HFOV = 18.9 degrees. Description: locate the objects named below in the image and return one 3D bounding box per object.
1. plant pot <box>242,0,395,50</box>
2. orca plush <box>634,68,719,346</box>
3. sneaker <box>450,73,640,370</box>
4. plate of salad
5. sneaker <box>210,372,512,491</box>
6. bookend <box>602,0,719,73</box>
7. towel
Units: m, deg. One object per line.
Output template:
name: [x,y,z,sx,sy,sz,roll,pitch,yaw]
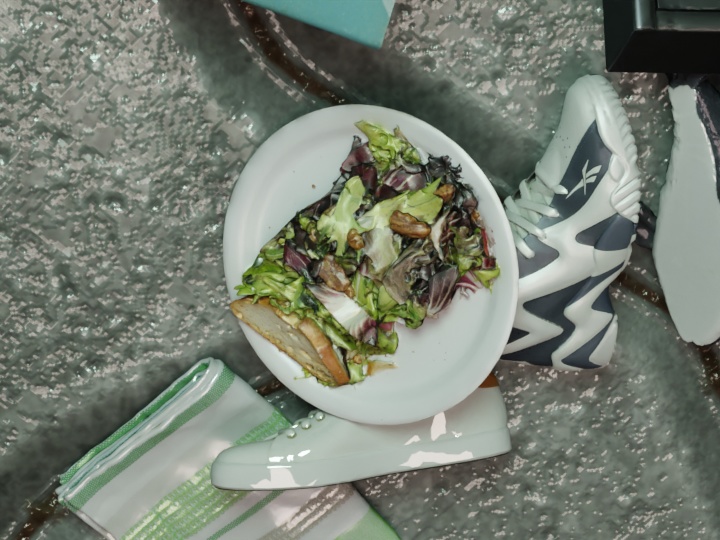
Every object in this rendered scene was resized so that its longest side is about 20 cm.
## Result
plant pot: [-0.063,-0.234,1.184,0.198,0.142,0.142,16,115,-6]
orca plush: [0.222,-0.055,1.363,0.105,0.071,0.201,0,116,45]
sneaker: [0.097,-0.024,1.338,0.128,0.080,0.200,-5,128,-13]
plate of salad: [0.000,0.000,1.315,0.198,0.048,0.202,6,105,24]
sneaker: [-0.005,0.094,1.394,0.198,0.073,0.085,-9,89,-15]
bookend: [0.228,-0.127,1.236,0.198,0.092,0.201,1,77,-6]
towel: [-0.085,0.166,1.443,0.149,0.031,0.200,-38,115,14]
